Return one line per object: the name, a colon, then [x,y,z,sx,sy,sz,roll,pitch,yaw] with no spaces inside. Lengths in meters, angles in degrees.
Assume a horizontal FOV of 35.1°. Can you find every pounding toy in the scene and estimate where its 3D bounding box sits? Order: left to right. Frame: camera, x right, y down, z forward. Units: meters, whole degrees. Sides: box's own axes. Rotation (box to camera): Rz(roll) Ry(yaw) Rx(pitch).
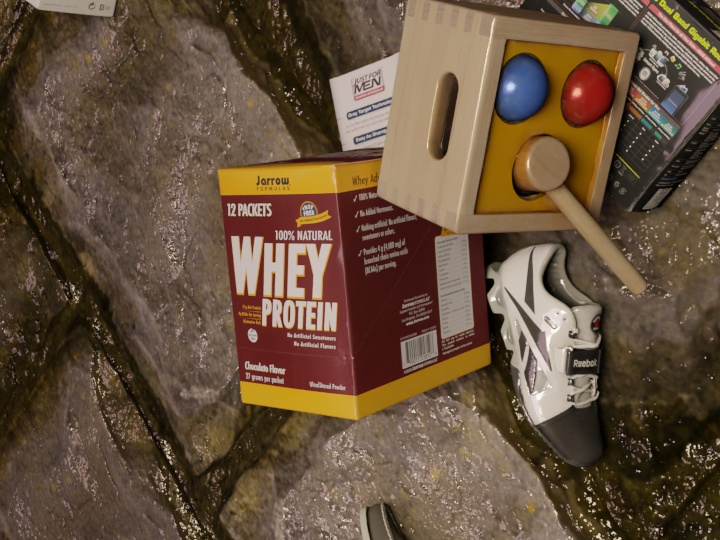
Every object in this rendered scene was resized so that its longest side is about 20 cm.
pounding toy: [0.132,-0.093,0.880,0.142,0.183,0.202,28,115,49]

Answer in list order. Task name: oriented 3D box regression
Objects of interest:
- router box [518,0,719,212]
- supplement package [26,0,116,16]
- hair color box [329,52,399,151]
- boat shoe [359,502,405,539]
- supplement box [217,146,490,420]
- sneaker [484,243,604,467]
router box: [0.216,-0.171,0.940,0.200,0.062,0.150,52,126,24]
supplement package: [-0.355,-0.427,1.380,0.117,0.117,0.201,33,116,34]
hair color box: [0.041,-0.101,1.105,0.099,0.060,0.202,-12,88,41]
boat shoe: [0.058,0.321,1.141,0.060,0.072,0.203,-30,62,10]
supplement box: [0.000,0.000,0.983,0.132,0.196,0.202,2,101,40]
sneaker: [0.179,0.071,0.996,0.088,0.074,0.202,-30,76,41]
